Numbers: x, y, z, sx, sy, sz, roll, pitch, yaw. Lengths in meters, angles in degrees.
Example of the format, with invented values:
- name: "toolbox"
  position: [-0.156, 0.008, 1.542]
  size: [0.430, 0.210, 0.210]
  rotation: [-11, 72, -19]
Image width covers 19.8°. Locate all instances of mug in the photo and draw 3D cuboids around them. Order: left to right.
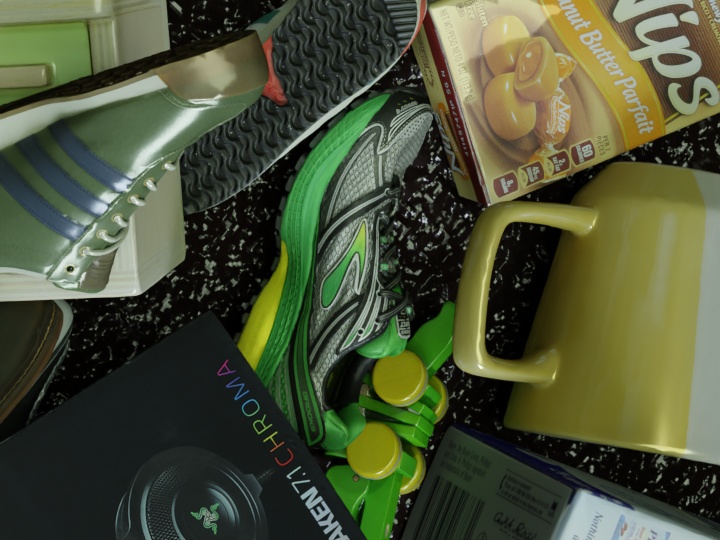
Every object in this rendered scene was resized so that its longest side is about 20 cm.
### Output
- name: "mug"
  position: [0.155, 0.021, 1.113]
  size: [0.186, 0.148, 0.155]
  rotation: [16, 83, -61]

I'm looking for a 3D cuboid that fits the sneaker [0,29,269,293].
- name: "sneaker"
  position: [-0.121, -0.037, 0.912]
  size: [0.198, 0.067, 0.091]
  rotation: [-16, 102, 18]

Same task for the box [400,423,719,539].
- name: "box"
  position: [0.145, 0.176, 1.118]
  size: [0.199, 0.184, 0.106]
  rotation: [22, 89, -20]

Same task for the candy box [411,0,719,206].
- name: "candy box"
  position: [0.133, -0.127, 1.137]
  size: [0.198, 0.055, 0.116]
  rotation: [-23, 106, -13]

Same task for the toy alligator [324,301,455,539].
- name: "toy alligator"
  position: [0.001, 0.106, 1.124]
  size: [0.054, 0.059, 0.202]
  rotation: [16, 79, 22]

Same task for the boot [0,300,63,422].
- name: "boot"
  position: [-0.231, 0.052, 0.957]
  size: [0.200, 0.074, 0.097]
  rotation: [-43, 121, -25]

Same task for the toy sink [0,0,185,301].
- name: "toy sink"
  position: [-0.164, -0.092, 0.994]
  size: [0.129, 0.112, 0.202]
  rotation: [-1, 100, 8]

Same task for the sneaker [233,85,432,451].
- name: "sneaker"
  position: [0.000, 0.000, 1.088]
  size: [0.085, 0.078, 0.202]
  rotation: [22, 98, 24]

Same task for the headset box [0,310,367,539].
- name: "headset box"
  position: [-0.112, 0.148, 0.979]
  size: [0.199, 0.093, 0.175]
  rotation: [-32, 86, -36]

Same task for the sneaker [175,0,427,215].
- name: "sneaker"
  position: [-0.046, -0.094, 1.077]
  size: [0.199, 0.093, 0.071]
  rotation: [-34, 91, 17]

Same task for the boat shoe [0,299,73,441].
- name: "boat shoe"
  position: [-0.199, 0.103, 1.055]
  size: [0.068, 0.074, 0.200]
  rotation: [36, 88, -24]
